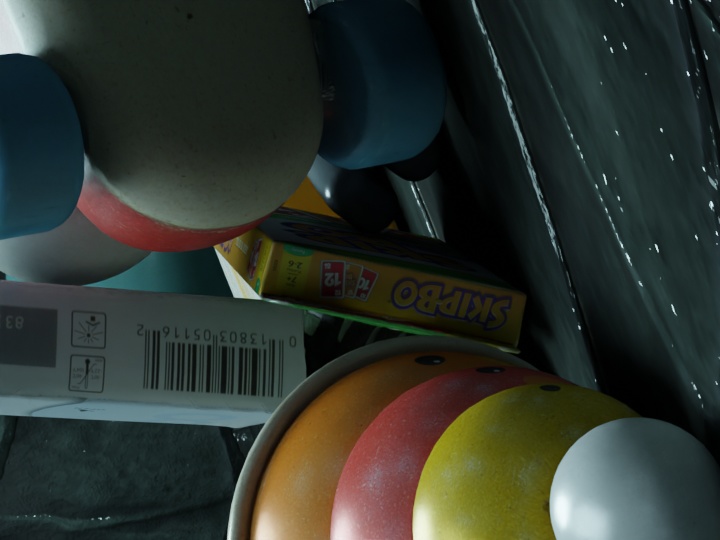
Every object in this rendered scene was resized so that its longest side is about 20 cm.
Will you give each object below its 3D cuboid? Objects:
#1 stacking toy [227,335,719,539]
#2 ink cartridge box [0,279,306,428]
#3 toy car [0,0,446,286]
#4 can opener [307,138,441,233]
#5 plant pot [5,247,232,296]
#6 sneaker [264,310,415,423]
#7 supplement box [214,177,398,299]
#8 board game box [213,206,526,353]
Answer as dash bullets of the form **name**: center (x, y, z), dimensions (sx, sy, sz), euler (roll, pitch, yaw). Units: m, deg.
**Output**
- **stacking toy**: center (0.056, 0.079, 0.887), dimensions (0.200, 0.146, 0.146), euler (-25, 85, 65)
- **ink cartridge box**: center (-0.131, 0.041, 1.149), dimensions (0.200, 0.160, 0.047), euler (159, 113, -64)
- **toy car**: center (-0.106, -0.069, 1.084), dimensions (0.200, 0.184, 0.177), euler (-39, 69, 54)
- **can opener**: center (-0.002, -0.062, 1.217), dimensions (0.066, 0.053, 0.200), euler (36, -173, -18)
- **plant pot**: center (-0.195, -0.043, 2.392), dimensions (0.201, 0.200, 0.161), euler (-121, 24, -61)
- **sneaker**: center (0.046, 0.070, 1.140), dimensions (0.115, 0.076, 0.200), euler (32, 180, -42)
- **supplement box**: center (-0.032, -0.024, 1.438), dimensions (0.200, 0.073, 0.126), euler (86, 163, -70)
- **board game box**: center (0.000, 0.000, 1.126), dimensions (0.200, 0.095, 0.030), euler (-131, 53, -78)
